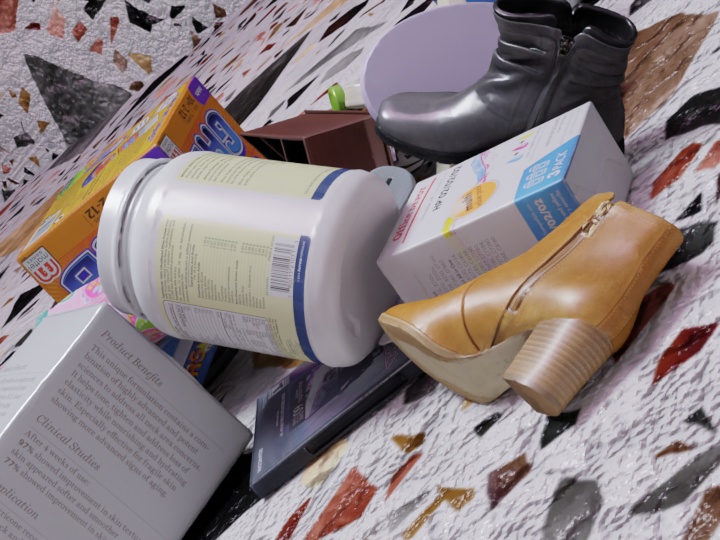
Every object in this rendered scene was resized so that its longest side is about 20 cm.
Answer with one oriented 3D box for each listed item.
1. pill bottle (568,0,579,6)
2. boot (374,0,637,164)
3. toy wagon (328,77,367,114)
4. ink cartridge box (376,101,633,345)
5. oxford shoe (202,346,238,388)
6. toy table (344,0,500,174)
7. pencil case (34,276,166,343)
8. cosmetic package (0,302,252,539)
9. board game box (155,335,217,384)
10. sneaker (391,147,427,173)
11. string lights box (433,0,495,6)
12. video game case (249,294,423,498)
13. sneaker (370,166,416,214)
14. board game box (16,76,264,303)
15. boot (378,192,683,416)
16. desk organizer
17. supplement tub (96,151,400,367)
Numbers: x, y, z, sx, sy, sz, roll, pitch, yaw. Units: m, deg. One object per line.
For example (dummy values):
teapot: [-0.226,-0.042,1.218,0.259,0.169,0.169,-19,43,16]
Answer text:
pill bottle: [0.228,-0.366,1.471,0.200,0.104,0.104,-52,20,-28]
boot: [0.104,-0.146,1.043,0.198,0.132,0.070,5,44,13]
toy wagon: [0.044,-0.179,1.373,0.154,0.040,0.200,-21,-15,-10]
ink cartridge box: [0.088,-0.031,1.019,0.199,0.068,0.115,-24,22,32]
oxford shoe: [-0.194,0.091,1.363,0.199,0.085,0.073,-26,19,37]
toy table: [0.090,-0.149,1.186,0.117,0.198,0.186,-176,98,-79]
pencil case: [-0.203,0.032,1.237,0.199,0.088,0.088,-31,21,35]
cosmetic package: [-0.228,0.158,1.125,0.201,0.167,0.166,-54,20,-23]
board game box: [-0.180,0.037,1.296,0.135,0.034,0.202,32,105,39]
sneaker: [0.070,-0.130,1.339,0.200,0.090,0.067,131,140,-51]
string lights box: [0.116,-0.251,1.286,0.059,0.200,0.103,-45,18,-9]
video game case: [-0.005,0.078,1.090,0.200,0.019,0.143,-40,18,13]
sneaker: [0.000,0.000,1.178,0.072,0.071,0.200,14,48,27]
board game box: [-0.196,-0.039,1.474,0.199,0.200,0.200,-36,18,20]
boot: [0.108,0.012,0.903,0.144,0.071,0.201,-52,29,-15]
desk organizer: [-0.043,-0.106,1.322,0.076,0.072,0.200,-19,13,-19]
supplement tub: [-0.082,-0.013,1.062,0.198,0.146,0.145,9,43,22]
